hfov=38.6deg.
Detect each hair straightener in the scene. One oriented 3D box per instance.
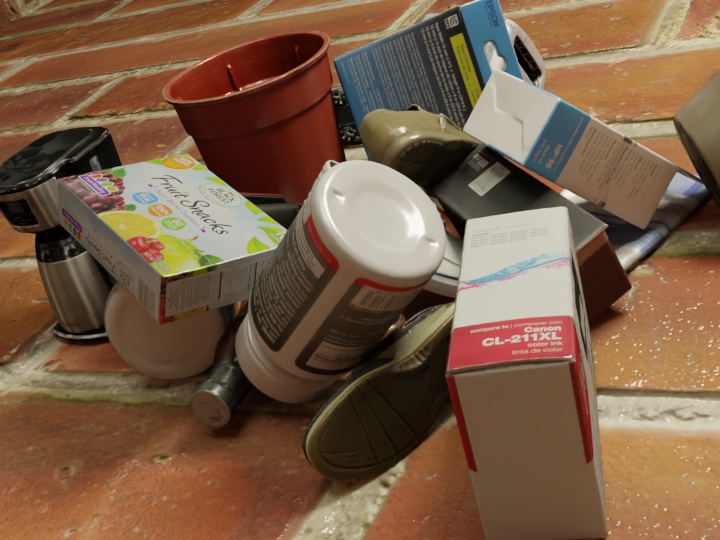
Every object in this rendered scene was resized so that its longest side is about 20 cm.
[{"bbox_3d":[-0.055,-0.045,1.068,0.077,0.041,0.199,34,18,37],"label":"hair straightener"}]

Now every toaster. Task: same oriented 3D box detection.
[{"bbox_3d":[0.138,-0.236,1.234,0.128,0.200,0.115,8,74,32],"label":"toaster"}]

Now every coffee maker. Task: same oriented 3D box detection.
[{"bbox_3d":[-0.303,-0.054,1.145,0.133,0.202,0.193,-11,28,11],"label":"coffee maker"}]

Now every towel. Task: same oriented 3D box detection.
[{"bbox_3d":[0.235,-0.051,1.002,0.199,0.024,0.146,-36,32,-30],"label":"towel"}]

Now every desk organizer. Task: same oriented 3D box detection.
[{"bbox_3d":[0.148,-0.032,0.921,0.072,0.077,0.200,-39,36,-3],"label":"desk organizer"}]

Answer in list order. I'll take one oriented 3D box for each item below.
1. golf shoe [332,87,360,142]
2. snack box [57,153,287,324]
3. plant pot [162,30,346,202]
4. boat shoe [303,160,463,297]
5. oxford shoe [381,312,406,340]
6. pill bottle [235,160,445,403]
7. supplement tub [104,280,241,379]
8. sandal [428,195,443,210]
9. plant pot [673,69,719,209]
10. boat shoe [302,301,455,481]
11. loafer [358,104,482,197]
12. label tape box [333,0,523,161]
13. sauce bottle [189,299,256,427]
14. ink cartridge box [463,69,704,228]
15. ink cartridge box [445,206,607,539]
[{"bbox_3d":[0.025,-0.226,1.419,0.197,0.079,0.095,-11,10,11],"label":"golf shoe"},{"bbox_3d":[-0.168,-0.036,0.937,0.141,0.054,0.199,-15,38,-37],"label":"snack box"},{"bbox_3d":[-0.103,-0.148,1.199,0.198,0.197,0.201,-14,27,7],"label":"plant pot"},{"bbox_3d":[0.042,-0.038,0.946,0.198,0.067,0.074,23,24,2],"label":"boat shoe"},{"bbox_3d":[0.000,0.000,0.994,0.070,0.075,0.200,-22,27,-5],"label":"oxford shoe"},{"bbox_3d":[-0.024,0.016,0.836,0.114,0.114,0.200,-49,-2,-46],"label":"pill bottle"},{"bbox_3d":[-0.175,0.007,1.038,0.121,0.124,0.201,-12,28,11],"label":"supplement tub"},{"bbox_3d":[0.120,-0.096,1.099,0.078,0.060,0.207,-23,21,-4],"label":"sandal"},{"bbox_3d":[0.381,-0.130,0.908,0.172,0.201,0.201,-30,24,14],"label":"plant pot"},{"bbox_3d":[0.028,0.094,0.823,0.199,0.074,0.065,-35,16,-27],"label":"boat shoe"},{"bbox_3d":[0.061,-0.120,0.983,0.076,0.068,0.200,-45,-17,14],"label":"loafer"},{"bbox_3d":[0.086,-0.202,1.139,0.198,0.145,0.066,-18,6,23],"label":"label tape box"},{"bbox_3d":[-0.093,0.065,0.948,0.065,0.067,0.201,-3,33,27],"label":"sauce bottle"},{"bbox_3d":[0.208,-0.104,0.953,0.067,0.198,0.116,-62,30,10],"label":"ink cartridge box"},{"bbox_3d":[0.119,0.066,0.721,0.082,0.147,0.201,-9,29,15],"label":"ink cartridge box"}]
